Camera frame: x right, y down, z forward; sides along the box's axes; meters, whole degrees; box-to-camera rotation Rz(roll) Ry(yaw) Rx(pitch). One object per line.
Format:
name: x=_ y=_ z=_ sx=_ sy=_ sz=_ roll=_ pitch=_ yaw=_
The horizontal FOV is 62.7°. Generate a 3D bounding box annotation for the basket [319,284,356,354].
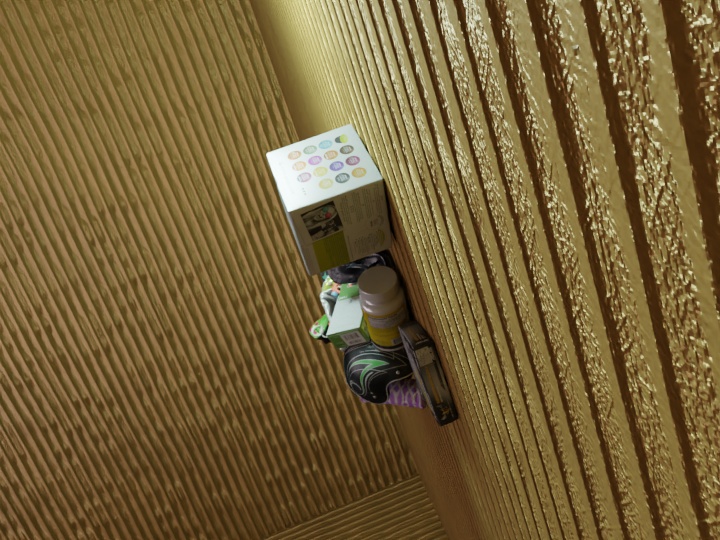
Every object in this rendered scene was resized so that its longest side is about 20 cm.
basket: x=0.007 y=0.141 z=1.779 sx=0.161 sy=0.197 sz=0.201 roll=73 pitch=174 yaw=-65

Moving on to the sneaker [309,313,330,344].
sneaker: x=-0.104 y=0.185 z=1.833 sx=0.084 sy=0.077 sz=0.200 roll=50 pitch=-174 yaw=0

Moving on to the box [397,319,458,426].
box: x=0.152 y=0.231 z=1.354 sx=0.158 sy=0.048 sz=0.201 roll=-128 pitch=18 yaw=-74

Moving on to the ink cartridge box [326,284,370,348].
ink cartridge box: x=-0.013 y=0.107 z=1.578 sx=0.059 sy=0.103 sz=0.201 roll=54 pitch=-146 yaw=-32

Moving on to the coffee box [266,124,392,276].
coffee box: x=-0.061 y=-0.148 z=1.246 sx=0.200 sy=0.197 sz=0.200 roll=77 pitch=171 yaw=-50

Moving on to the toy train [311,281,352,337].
toy train: x=-0.050 y=0.119 z=1.680 sx=0.201 sy=0.150 sz=0.056 roll=-65 pitch=-26 yaw=-22

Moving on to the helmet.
helmet: x=0.055 y=0.237 z=1.580 sx=0.200 sy=0.199 sz=0.191 roll=-115 pitch=35 yaw=-46

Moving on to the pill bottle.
pill bottle: x=0.060 y=0.092 z=1.434 sx=0.115 sy=0.114 sz=0.201 roll=-116 pitch=7 yaw=-48

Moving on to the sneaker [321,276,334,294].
sneaker: x=-0.033 y=0.028 z=1.832 sx=0.078 sy=0.200 sz=0.090 roll=58 pitch=168 yaw=-23

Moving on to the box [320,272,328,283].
box: x=-0.053 y=-0.011 z=1.970 sx=0.201 sy=0.124 sz=0.149 roll=69 pitch=-156 yaw=-13

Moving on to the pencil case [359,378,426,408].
pencil case: x=0.093 y=0.347 z=1.682 sx=0.086 sy=0.199 sz=0.084 roll=69 pitch=-149 yaw=-45

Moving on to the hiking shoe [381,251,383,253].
hiking shoe: x=0.040 y=-0.018 z=1.540 sx=0.101 sy=0.075 sz=0.201 roll=-100 pitch=1 yaw=-64

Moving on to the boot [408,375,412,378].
boot: x=0.113 y=0.292 z=1.801 sx=0.073 sy=0.199 sz=0.151 roll=39 pitch=124 yaw=30

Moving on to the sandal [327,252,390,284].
sandal: x=-0.007 y=0.005 z=1.478 sx=0.199 sy=0.043 sz=0.076 roll=-15 pitch=106 yaw=41
